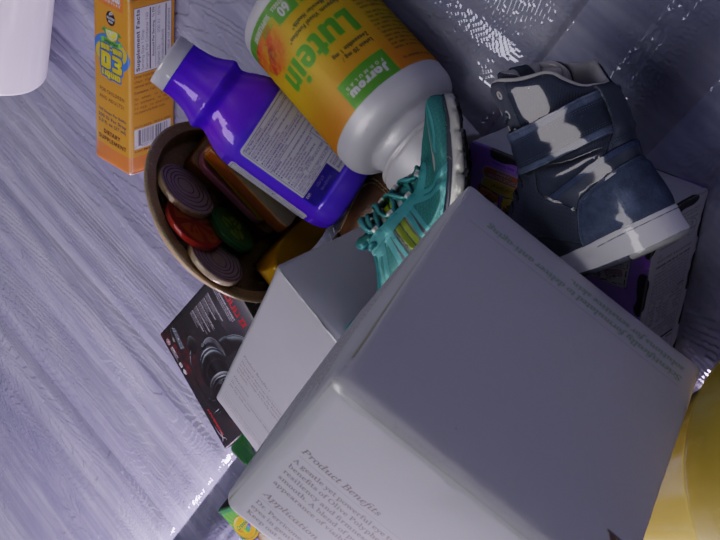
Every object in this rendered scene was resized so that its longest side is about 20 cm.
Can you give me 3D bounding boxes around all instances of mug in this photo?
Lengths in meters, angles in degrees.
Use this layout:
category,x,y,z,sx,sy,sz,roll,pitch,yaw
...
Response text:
category,x,y,z,sx,sy,sz,roll,pitch,yaw
mug,-0.425,-0.316,1.324,0.186,0.149,0.154,41,127,17

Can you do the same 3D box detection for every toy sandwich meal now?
category,x,y,z,sx,sy,sz,roll,pitch,yaw
toy sandwich meal,-0.102,-0.067,1.051,0.070,0.204,0.207,-35,83,37

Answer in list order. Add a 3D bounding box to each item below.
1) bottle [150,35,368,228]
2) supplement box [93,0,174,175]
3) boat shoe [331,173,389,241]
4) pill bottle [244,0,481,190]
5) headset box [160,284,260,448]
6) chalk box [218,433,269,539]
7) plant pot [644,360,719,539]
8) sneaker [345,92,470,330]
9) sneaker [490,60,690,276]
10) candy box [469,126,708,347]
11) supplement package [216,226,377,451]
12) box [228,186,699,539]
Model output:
category,x,y,z,sx,sy,sz,roll,pitch,yaw
bottle,-0.086,-0.122,1.005,0.199,0.084,0.065,35,165,-11
supplement box,-0.237,-0.208,1.226,0.066,0.068,0.202,29,127,32
boat shoe,0.000,0.000,1.066,0.072,0.068,0.202,36,132,31
pill bottle,0.005,-0.151,0.950,0.200,0.110,0.111,50,138,17
headset box,-0.113,0.077,1.226,0.150,0.077,0.200,59,142,8
chalk box,-0.044,0.230,1.157,0.201,0.125,0.123,53,141,-9
plant pot,0.273,0.142,0.757,0.203,0.199,0.189,62,156,3
sneaker,0.037,-0.032,0.856,0.079,0.078,0.203,12,97,3
sneaker,0.115,-0.058,0.794,0.202,0.076,0.148,-28,87,49
candy box,0.158,0.010,0.894,0.167,0.071,0.202,28,127,36
supplement package,-0.024,0.075,0.989,0.117,0.117,0.201,50,141,17
box,0.066,0.103,0.730,0.198,0.201,0.172,38,137,-1
